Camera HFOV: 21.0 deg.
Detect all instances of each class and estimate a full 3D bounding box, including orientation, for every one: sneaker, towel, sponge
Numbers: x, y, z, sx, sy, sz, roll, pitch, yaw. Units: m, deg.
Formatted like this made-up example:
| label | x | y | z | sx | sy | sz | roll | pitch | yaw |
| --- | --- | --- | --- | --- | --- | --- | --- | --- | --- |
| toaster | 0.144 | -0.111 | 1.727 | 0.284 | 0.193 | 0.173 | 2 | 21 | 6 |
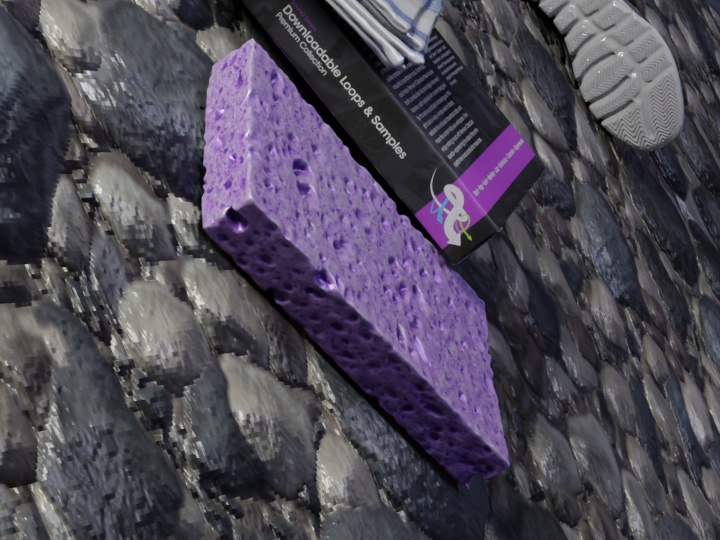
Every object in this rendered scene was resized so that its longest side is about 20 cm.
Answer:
| label | x | y | z | sx | sy | sz | roll | pitch | yaw |
| --- | --- | --- | --- | --- | --- | --- | --- | --- | --- |
| sneaker | 0.191 | -0.190 | 1.487 | 0.201 | 0.077 | 0.112 | 59 | 22 | -5 |
| towel | -0.013 | -0.179 | 0.983 | 0.147 | 0.024 | 0.200 | 44 | 20 | -10 |
| sponge | 0.000 | 0.000 | 0.878 | 0.200 | 0.030 | 0.112 | 46 | 26 | -34 |

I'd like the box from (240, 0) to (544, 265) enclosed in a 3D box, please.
| label | x | y | z | sx | sy | sz | roll | pitch | yaw |
| --- | --- | --- | --- | --- | --- | --- | --- | --- | --- |
| box | 0.011 | -0.105 | 0.993 | 0.201 | 0.036 | 0.143 | 53 | 21 | -3 |
